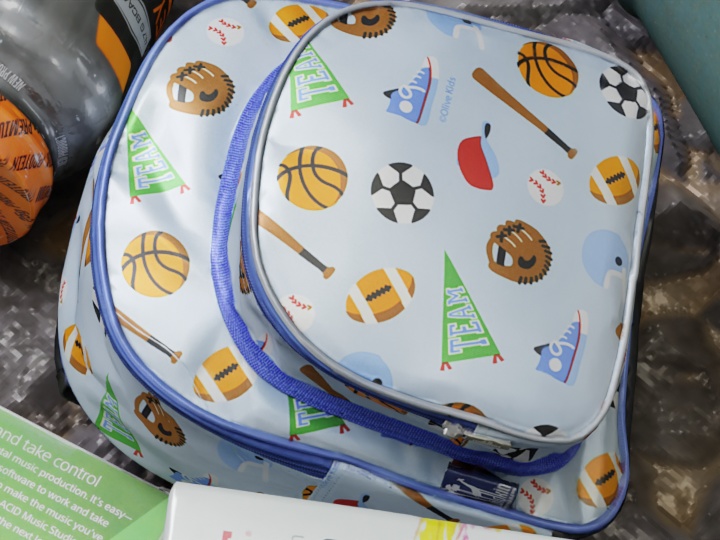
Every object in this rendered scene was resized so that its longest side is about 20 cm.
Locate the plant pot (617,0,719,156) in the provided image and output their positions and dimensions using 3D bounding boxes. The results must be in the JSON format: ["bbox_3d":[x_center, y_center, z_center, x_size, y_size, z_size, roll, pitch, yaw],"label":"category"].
[{"bbox_3d":[0.191,-0.088,1.002,0.200,0.200,0.197,-18,74,-15],"label":"plant pot"}]

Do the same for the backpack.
[{"bbox_3d":[0.000,0.000,0.942,0.190,0.154,0.201,12,62,-5],"label":"backpack"}]

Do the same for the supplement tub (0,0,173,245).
[{"bbox_3d":[-0.122,-0.116,1.011,0.122,0.123,0.201,19,63,4],"label":"supplement tub"}]

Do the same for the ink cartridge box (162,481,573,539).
[{"bbox_3d":[0.024,0.166,0.868,0.199,0.145,0.146,8,64,-1],"label":"ink cartridge box"}]

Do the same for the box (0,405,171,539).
[{"bbox_3d":[-0.165,0.127,0.931,0.144,0.036,0.200,27,64,8],"label":"box"}]
